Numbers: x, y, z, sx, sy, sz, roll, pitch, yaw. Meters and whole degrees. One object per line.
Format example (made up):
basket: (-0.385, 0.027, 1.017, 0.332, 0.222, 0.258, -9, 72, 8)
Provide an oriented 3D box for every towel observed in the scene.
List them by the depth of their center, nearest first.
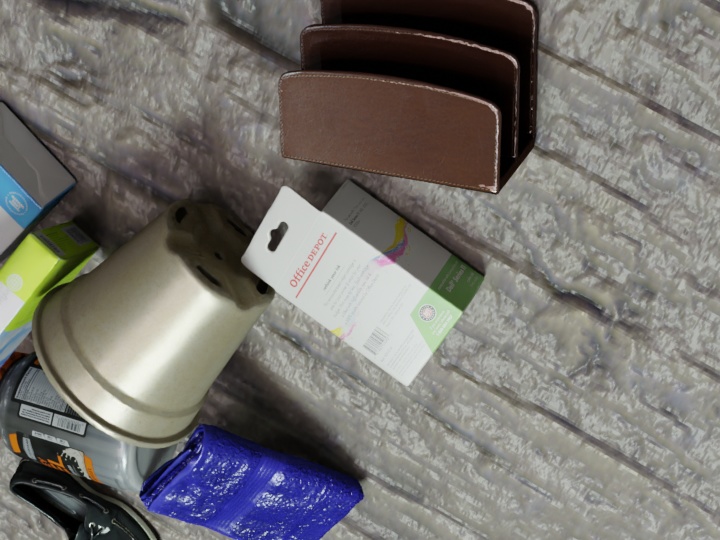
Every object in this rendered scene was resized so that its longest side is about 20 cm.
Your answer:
towel: (-0.114, 0.238, 1.557, 0.199, 0.050, 0.148, 22, 135, -25)

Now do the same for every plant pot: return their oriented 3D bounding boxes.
plant pot: (-0.185, 0.037, 1.452, 0.200, 0.201, 0.183, 44, 117, -4)

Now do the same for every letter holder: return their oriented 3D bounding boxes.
letter holder: (0.039, -0.162, 1.251, 0.198, 0.101, 0.143, 11, 122, 21)

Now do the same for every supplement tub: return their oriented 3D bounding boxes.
supplement tub: (-0.304, 0.157, 1.616, 0.198, 0.123, 0.123, 13, 125, 21)

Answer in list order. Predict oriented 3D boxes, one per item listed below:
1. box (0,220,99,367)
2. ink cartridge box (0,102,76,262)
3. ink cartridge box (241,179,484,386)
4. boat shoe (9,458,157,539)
box: (-0.358, 0.043, 1.525, 0.048, 0.122, 0.200, 41, 101, 1)
ink cartridge box: (-0.400, -0.068, 1.560, 0.116, 0.067, 0.200, 46, 129, -6)
ink cartridge box: (0.000, 0.000, 1.392, 0.199, 0.067, 0.117, 36, 130, 2)
boat shoe: (-0.326, 0.289, 1.745, 0.199, 0.066, 0.075, 42, 129, -2)
